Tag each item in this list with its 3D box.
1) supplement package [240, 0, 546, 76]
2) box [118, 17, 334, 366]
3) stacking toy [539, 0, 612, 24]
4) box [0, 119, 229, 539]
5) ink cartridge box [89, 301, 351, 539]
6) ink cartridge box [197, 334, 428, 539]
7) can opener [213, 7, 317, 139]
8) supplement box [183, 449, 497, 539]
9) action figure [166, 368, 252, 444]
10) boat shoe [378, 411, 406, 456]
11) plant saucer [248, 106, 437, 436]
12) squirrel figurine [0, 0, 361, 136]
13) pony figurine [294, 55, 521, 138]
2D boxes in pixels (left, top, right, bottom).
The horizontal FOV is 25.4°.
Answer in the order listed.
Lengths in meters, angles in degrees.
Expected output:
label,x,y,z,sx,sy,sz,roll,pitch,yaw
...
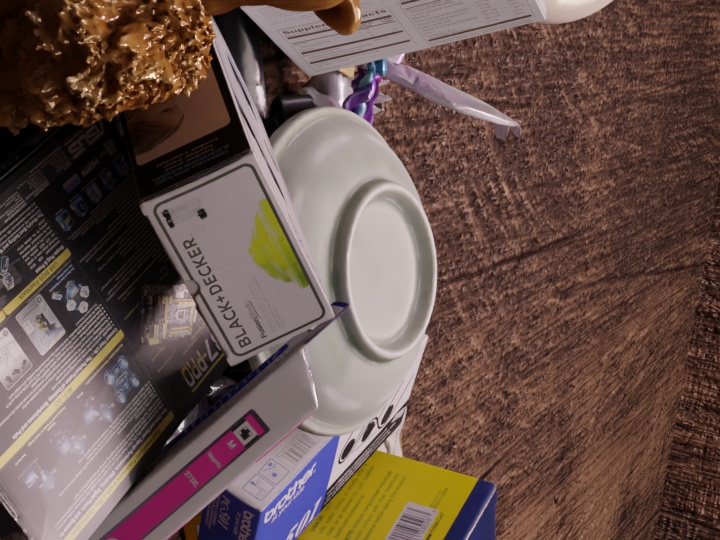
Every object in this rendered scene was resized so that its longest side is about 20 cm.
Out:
label,x,y,z,sx,sy,sz,roll,pitch,yaw
supplement package,0.010,-0.239,0.925,0.111,0.154,0.202,38,43,-67
box,-0.080,-0.061,0.834,0.201,0.060,0.117,-112,178,-51
stacking toy,0.094,-0.259,1.075,0.145,0.200,0.147,-13,118,-25
box,-0.154,0.031,0.797,0.162,0.049,0.200,57,39,-17
ink cartridge box,-0.076,0.092,0.836,0.200,0.037,0.095,-43,-176,-5
ink cartridge box,-0.031,0.118,1.063,0.200,0.044,0.094,-43,157,-42
can opener,-0.075,-0.123,0.970,0.078,0.063,0.202,-25,114,-31
supplement box,-0.013,0.198,1.131,0.110,0.198,0.110,-51,147,-47
action figure,-0.103,0.089,1.030,0.200,0.069,0.131,16,92,-66
boat shoe,-0.003,0.139,1.301,0.201,0.070,0.070,78,30,-49
plant saucer,0.000,0.000,0.967,0.200,0.050,0.202,4,85,-57
squirrel figurine,-0.094,-0.140,0.760,0.142,0.185,0.201,66,42,-57
pony figurine,0.004,-0.153,1.085,0.192,0.166,0.202,-2,94,-53
